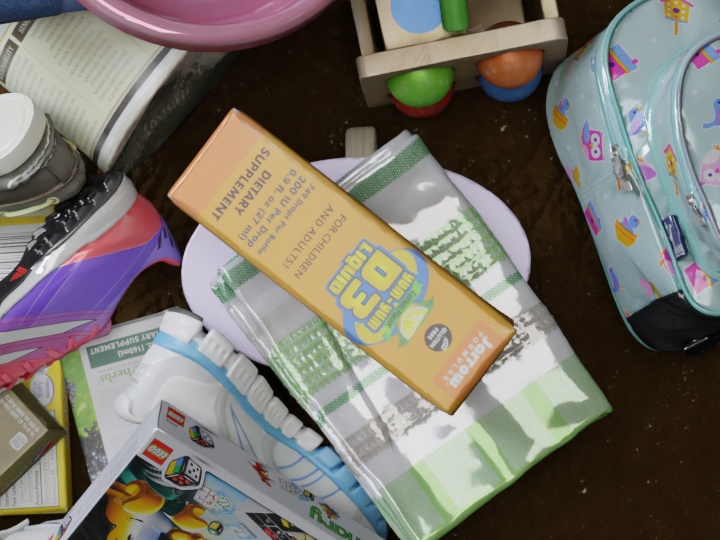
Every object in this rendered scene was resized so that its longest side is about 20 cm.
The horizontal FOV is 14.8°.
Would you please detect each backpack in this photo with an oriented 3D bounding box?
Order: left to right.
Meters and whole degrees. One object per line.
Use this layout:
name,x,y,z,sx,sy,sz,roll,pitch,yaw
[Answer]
backpack,0.212,-0.074,1.622,0.176,0.153,0.200,-19,74,-24

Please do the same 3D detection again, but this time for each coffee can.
coffee can,-0.178,-0.173,1.659,0.200,0.146,0.146,40,89,5

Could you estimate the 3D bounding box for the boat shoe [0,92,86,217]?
boat shoe,-0.245,-0.062,1.661,0.201,0.060,0.072,-2,57,44

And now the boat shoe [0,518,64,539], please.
boat shoe,-0.230,0.189,1.631,0.202,0.086,0.075,-8,90,28

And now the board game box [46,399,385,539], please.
board game box,-0.067,0.174,1.572,0.200,0.035,0.126,33,116,-14

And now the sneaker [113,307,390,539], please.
sneaker,-0.067,0.114,1.608,0.200,0.075,0.087,45,77,-23

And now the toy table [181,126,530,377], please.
toy table,0.000,0.000,1.652,0.200,0.117,0.184,8,86,3

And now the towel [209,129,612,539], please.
towel,0.029,0.040,1.576,0.149,0.031,0.200,-36,86,0

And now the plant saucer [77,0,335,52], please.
plant saucer,-0.091,-0.209,1.533,0.200,0.051,0.201,4,71,-11

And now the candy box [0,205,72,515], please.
candy box,-0.232,0.052,1.707,0.102,0.026,0.200,-3,86,7

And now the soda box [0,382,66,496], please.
soda box,-0.271,0.047,1.666,0.068,0.064,0.200,-44,83,1

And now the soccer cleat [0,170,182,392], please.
soccer cleat,-0.189,0.033,1.610,0.200,0.068,0.073,-46,112,-11

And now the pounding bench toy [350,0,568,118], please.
pounding bench toy,0.049,-0.178,1.619,0.124,0.200,0.156,-11,85,2

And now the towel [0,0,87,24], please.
towel,-0.156,-0.199,1.567,0.200,0.049,0.112,-8,71,-17

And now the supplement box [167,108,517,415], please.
supplement box,-0.009,-0.004,1.535,0.200,0.069,0.067,37,89,-2

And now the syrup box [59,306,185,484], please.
syrup box,-0.115,0.130,1.668,0.079,0.081,0.200,-15,84,4
